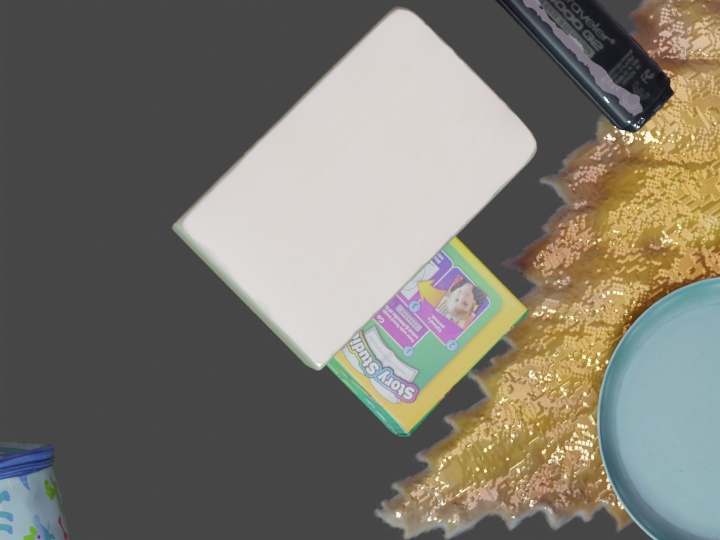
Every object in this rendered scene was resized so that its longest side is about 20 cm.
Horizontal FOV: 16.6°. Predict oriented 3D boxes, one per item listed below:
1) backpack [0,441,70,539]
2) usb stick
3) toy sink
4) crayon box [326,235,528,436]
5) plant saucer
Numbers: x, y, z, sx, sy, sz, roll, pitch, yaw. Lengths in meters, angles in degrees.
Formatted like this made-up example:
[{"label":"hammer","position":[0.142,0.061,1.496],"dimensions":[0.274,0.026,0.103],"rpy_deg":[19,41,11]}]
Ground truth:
[{"label":"backpack","position":[-0.284,0.153,1.536],"dimensions":[0.199,0.183,0.147],"rpy_deg":[-11,89,-15]},{"label":"usb stick","position":[0.134,-0.180,1.699],"dimensions":[0.200,0.033,0.055],"rpy_deg":[46,74,-4]},{"label":"toy sink","position":[-0.005,-0.052,1.570],"dimensions":[0.130,0.112,0.200],"rpy_deg":[44,86,-3]},{"label":"crayon box","position":[0.000,0.000,1.653],"dimensions":[0.119,0.058,0.200],"rpy_deg":[-45,94,-9]},{"label":"plant saucer","position":[0.257,0.105,1.705],"dimensions":[0.200,0.027,0.201],"rpy_deg":[1,86,-8]}]
